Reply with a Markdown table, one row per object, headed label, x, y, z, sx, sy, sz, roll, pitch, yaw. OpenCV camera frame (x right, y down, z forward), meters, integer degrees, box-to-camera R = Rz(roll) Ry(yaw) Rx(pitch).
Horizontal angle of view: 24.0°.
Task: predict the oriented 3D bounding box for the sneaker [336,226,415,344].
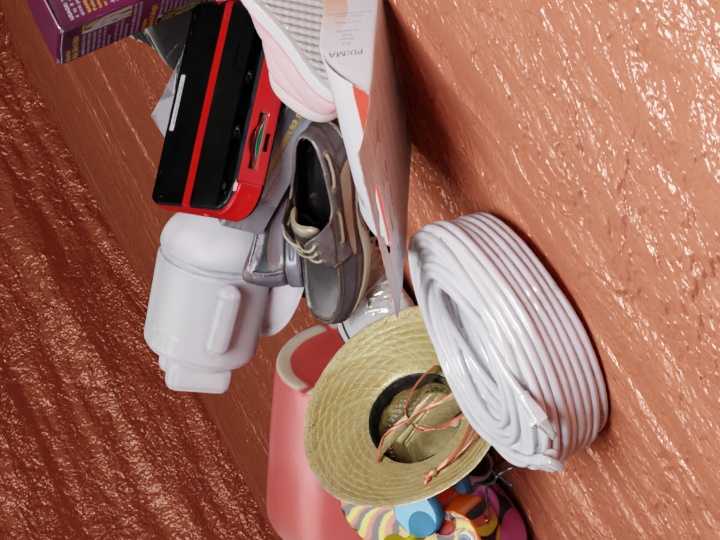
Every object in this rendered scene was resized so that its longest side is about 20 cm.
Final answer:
| label | x | y | z | sx | sy | sz | roll | pitch | yaw |
| --- | --- | --- | --- | --- | --- | --- | --- | --- | --- |
| sneaker | -0.001 | 0.000 | 1.565 | 0.201 | 0.075 | 0.116 | 59 | 168 | 36 |

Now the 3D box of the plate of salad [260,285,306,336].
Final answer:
| label | x | y | z | sx | sy | sz | roll | pitch | yaw |
| --- | --- | --- | --- | --- | --- | --- | --- | --- | --- |
| plate of salad | -0.089 | -0.033 | 1.710 | 0.200 | 0.048 | 0.201 | -3 | 87 | 59 |

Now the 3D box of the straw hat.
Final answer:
| label | x | y | z | sx | sy | sz | roll | pitch | yaw |
| --- | --- | --- | --- | --- | --- | --- | --- | --- | --- |
| straw hat | 0.056 | 0.134 | 1.430 | 0.085 | 0.201 | 0.201 | 44 | -175 | -43 |

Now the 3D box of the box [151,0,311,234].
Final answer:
| label | x | y | z | sx | sy | sz | roll | pitch | yaw |
| --- | --- | --- | --- | --- | --- | --- | --- | --- | --- |
| box | -0.112 | -0.155 | 1.574 | 0.159 | 0.048 | 0.200 | -59 | 40 | 21 |

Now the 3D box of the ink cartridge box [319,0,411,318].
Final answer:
| label | x | y | z | sx | sy | sz | roll | pitch | yaw |
| --- | --- | --- | --- | --- | --- | --- | --- | --- | --- |
| ink cartridge box | 0.001 | -0.087 | 1.255 | 0.200 | 0.050 | 0.163 | -81 | -17 | -45 |

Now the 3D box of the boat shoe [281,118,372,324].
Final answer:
| label | x | y | z | sx | sy | sz | roll | pitch | yaw |
| --- | --- | --- | --- | --- | --- | --- | --- | --- | --- |
| boat shoe | -0.038 | -0.044 | 1.500 | 0.074 | 0.073 | 0.201 | 19 | 119 | 40 |

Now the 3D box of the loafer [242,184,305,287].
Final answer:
| label | x | y | z | sx | sy | sz | roll | pitch | yaw |
| --- | --- | --- | --- | --- | --- | --- | --- | --- | --- |
| loafer | -0.080 | -0.080 | 1.590 | 0.072 | 0.063 | 0.201 | 64 | -156 | -67 |

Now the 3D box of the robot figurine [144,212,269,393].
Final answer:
| label | x | y | z | sx | sy | sz | roll | pitch | yaw |
| --- | --- | --- | --- | --- | --- | --- | --- | --- | --- |
| robot figurine | -0.146 | 0.019 | 1.646 | 0.170 | 0.113 | 0.201 | -131 | 49 | -60 |

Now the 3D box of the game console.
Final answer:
| label | x | y | z | sx | sy | sz | roll | pitch | yaw |
| --- | --- | --- | --- | --- | --- | --- | --- | --- | --- |
| game console | -0.124 | -0.147 | 1.529 | 0.177 | 0.031 | 0.201 | 10 | 87 | 59 |

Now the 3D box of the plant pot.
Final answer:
| label | x | y | z | sx | sy | sz | roll | pitch | yaw |
| --- | --- | --- | --- | --- | --- | --- | --- | --- | --- |
| plant pot | -0.004 | 0.157 | 1.655 | 0.200 | 0.200 | 0.178 | -133 | 31 | -54 |

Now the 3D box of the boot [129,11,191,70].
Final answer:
| label | x | y | z | sx | sy | sz | roll | pitch | yaw |
| --- | --- | --- | --- | --- | --- | --- | --- | --- | --- |
| boot | -0.261 | -0.337 | 1.980 | 0.154 | 0.073 | 0.204 | 35 | 151 | 57 |

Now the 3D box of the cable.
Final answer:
| label | x | y | z | sx | sy | sz | roll | pitch | yaw |
| --- | --- | --- | --- | --- | --- | --- | --- | --- | --- |
| cable | 0.105 | 0.050 | 1.248 | 0.201 | 0.069 | 0.200 | 65 | 168 | 3 |

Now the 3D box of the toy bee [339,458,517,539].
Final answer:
| label | x | y | z | sx | sy | sz | roll | pitch | yaw |
| --- | --- | --- | --- | --- | --- | --- | --- | --- | --- |
| toy bee | 0.073 | 0.229 | 1.481 | 0.200 | 0.131 | 0.109 | -7 | 106 | 60 |

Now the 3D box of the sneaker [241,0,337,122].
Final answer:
| label | x | y | z | sx | sy | sz | roll | pitch | yaw |
| --- | --- | --- | --- | --- | --- | --- | --- | --- | --- |
| sneaker | -0.064 | -0.212 | 1.419 | 0.201 | 0.075 | 0.105 | 59 | 162 | 7 |

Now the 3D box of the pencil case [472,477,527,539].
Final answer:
| label | x | y | z | sx | sy | sz | roll | pitch | yaw |
| --- | --- | --- | --- | --- | --- | --- | --- | --- | --- |
| pencil case | 0.053 | 0.269 | 1.571 | 0.094 | 0.200 | 0.091 | 57 | 166 | 23 |

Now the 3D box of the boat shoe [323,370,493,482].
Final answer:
| label | x | y | z | sx | sy | sz | roll | pitch | yaw |
| --- | --- | --- | --- | --- | --- | --- | --- | --- | --- |
| boat shoe | 0.045 | 0.143 | 1.530 | 0.068 | 0.072 | 0.200 | 1 | 147 | 47 |

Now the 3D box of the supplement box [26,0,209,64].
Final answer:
| label | x | y | z | sx | sy | sz | roll | pitch | yaw |
| --- | --- | --- | --- | --- | --- | --- | --- | --- | --- |
| supplement box | -0.218 | -0.292 | 1.611 | 0.103 | 0.199 | 0.131 | 64 | 167 | 1 |
